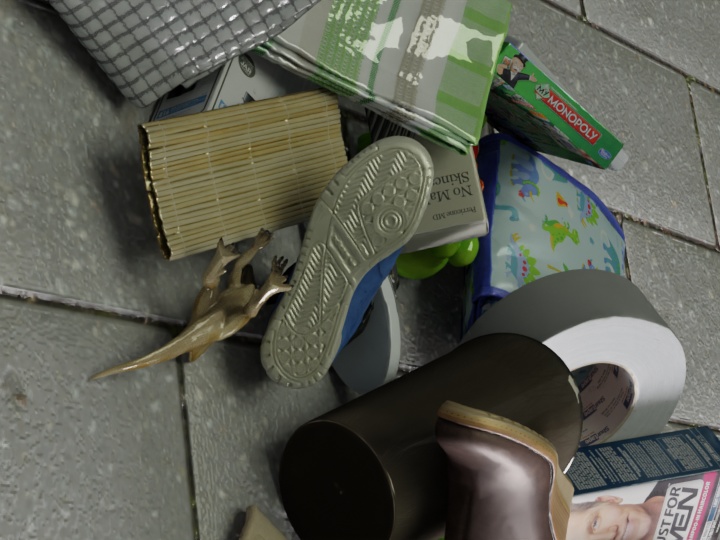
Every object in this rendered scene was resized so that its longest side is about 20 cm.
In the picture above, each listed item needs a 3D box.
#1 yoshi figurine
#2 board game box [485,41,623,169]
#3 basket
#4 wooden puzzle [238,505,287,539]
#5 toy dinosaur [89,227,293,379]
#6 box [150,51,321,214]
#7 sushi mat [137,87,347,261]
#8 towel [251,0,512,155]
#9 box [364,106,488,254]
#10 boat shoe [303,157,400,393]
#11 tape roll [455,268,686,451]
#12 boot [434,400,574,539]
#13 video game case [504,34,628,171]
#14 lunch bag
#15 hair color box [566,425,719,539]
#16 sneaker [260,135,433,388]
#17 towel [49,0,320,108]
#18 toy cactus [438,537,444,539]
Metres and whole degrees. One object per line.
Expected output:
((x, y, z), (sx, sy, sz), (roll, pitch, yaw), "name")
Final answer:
((0.050, -0.072, 1.576), (0.112, 0.112, 0.201), (97, -9, -47), "yoshi figurine")
((0.129, -0.147, 1.569), (0.134, 0.200, 0.029), (39, 87, -20), "board game box")
((0.046, 0.141, 1.392), (0.200, 0.180, 0.136), (-17, 72, -49), "basket")
((-0.045, 0.291, 1.286), (0.185, 0.037, 0.200), (50, 39, -30), "wooden puzzle")
((-0.098, 0.030, 1.284), (0.058, 0.101, 0.200), (41, 30, 8), "toy dinosaur")
((-0.082, -0.140, 1.415), (0.117, 0.060, 0.200), (50, 38, -31), "box")
((-0.078, -0.073, 1.325), (0.200, 0.012, 0.096), (-18, 100, -47), "sushi mat")
((0.019, -0.192, 1.407), (0.199, 0.031, 0.150), (24, 65, -17), "towel")
((0.045, -0.121, 1.472), (0.068, 0.082, 0.201), (68, 9, -80), "box")
((0.000, 0.000, 1.472), (0.066, 0.070, 0.201), (3, 65, -54), "boat shoe")
((0.171, 0.097, 1.548), (0.200, 0.200, 0.066), (35, 16, -43), "tape roll")
((0.083, 0.195, 1.292), (0.200, 0.072, 0.167), (44, 66, -51), "boot")
((0.129, -0.173, 1.653), (0.022, 0.200, 0.182), (-52, 130, -3), "video game case")
((0.150, -0.001, 1.634), (0.200, 0.127, 0.171), (48, 38, -49), "lunch bag")
((0.216, 0.200, 1.567), (0.199, 0.100, 0.061), (-7, 36, -23), "hair color box")
((-0.011, -0.010, 1.367), (0.077, 0.201, 0.111), (26, 4, -2), "sneaker")
((-0.121, -0.228, 1.288), (0.166, 0.200, 0.086), (51, 12, -35), "towel")
((0.089, 0.305, 1.443), (0.165, 0.102, 0.201), (-35, 113, -46), "toy cactus")
